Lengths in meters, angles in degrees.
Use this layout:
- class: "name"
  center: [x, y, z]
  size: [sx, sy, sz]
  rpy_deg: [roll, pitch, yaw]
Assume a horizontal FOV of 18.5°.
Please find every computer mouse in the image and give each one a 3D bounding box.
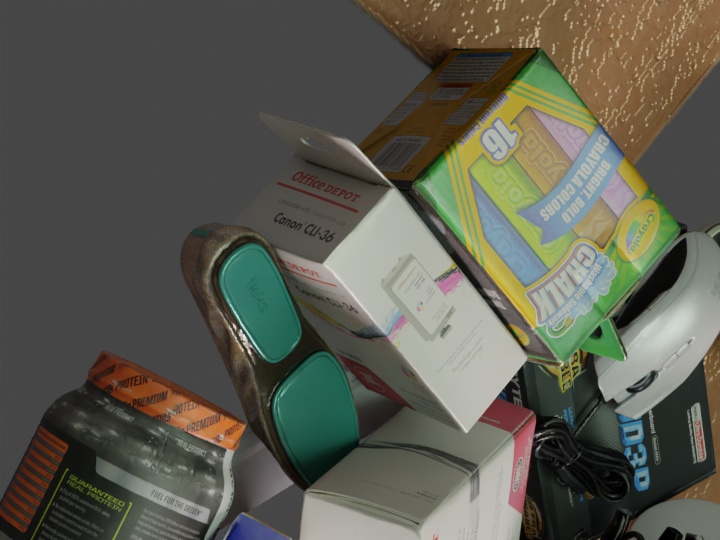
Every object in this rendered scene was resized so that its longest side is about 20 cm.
- class: "computer mouse"
  center: [0.193, 0.061, 1.495]
  size: [0.110, 0.044, 0.200]
  rpy_deg: [43, 78, -36]

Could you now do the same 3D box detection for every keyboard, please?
- class: "keyboard"
  center: [-0.029, 0.101, 1.427]
  size: [0.200, 0.011, 0.056]
  rpy_deg: [-30, 126, -25]

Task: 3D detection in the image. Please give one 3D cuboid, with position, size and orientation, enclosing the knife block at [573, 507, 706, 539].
- class: "knife block"
  center: [0.171, 0.263, 1.486]
  size: [0.175, 0.064, 0.201]
  rpy_deg: [-24, 123, -19]

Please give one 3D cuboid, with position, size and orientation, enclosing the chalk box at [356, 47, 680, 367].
- class: "chalk box"
  center: [0.104, -0.026, 1.382]
  size: [0.124, 0.124, 0.200]
  rpy_deg: [-47, 112, -15]

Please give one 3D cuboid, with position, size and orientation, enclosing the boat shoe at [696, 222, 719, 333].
- class: "boat shoe"
  center: [0.301, 0.035, 1.616]
  size: [0.075, 0.062, 0.200]
  rpy_deg: [-50, 126, -10]

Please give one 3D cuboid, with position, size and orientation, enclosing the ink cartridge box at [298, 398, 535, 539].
- class: "ink cartridge box"
  center: [0.033, 0.175, 1.386]
  size: [0.200, 0.082, 0.147]
  rpy_deg: [-32, 133, -61]

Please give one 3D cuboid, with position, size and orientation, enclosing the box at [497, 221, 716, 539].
- class: "box"
  center: [0.167, 0.081, 1.540]
  size: [0.159, 0.046, 0.201]
  rpy_deg: [-24, 117, -28]

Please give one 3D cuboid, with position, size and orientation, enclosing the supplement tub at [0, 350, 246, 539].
- class: "supplement tub"
  center: [-0.152, 0.157, 1.280]
  size: [0.122, 0.122, 0.201]
  rpy_deg: [29, 87, -39]

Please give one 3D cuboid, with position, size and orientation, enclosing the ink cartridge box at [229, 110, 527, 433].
- class: "ink cartridge box"
  center: [0.000, 0.000, 1.342]
  size: [0.068, 0.116, 0.200]
  rpy_deg: [-48, 122, -15]

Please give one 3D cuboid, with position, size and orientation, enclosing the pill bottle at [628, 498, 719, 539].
- class: "pill bottle"
  center: [0.240, 0.264, 1.593]
  size: [0.112, 0.112, 0.201]
  rpy_deg: [-31, 130, -25]

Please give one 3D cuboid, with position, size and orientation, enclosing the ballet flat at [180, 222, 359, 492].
- class: "ballet flat"
  center: [-0.056, 0.050, 1.352]
  size: [0.068, 0.067, 0.201]
  rpy_deg: [-36, 124, -25]

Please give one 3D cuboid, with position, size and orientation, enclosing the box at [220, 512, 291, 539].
- class: "box"
  center: [-0.082, 0.228, 1.327]
  size: [0.119, 0.041, 0.200]
  rpy_deg: [-58, 167, -23]
